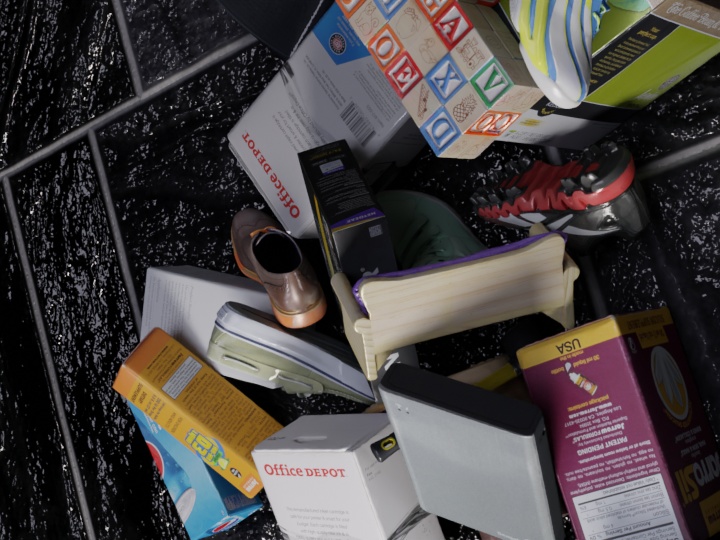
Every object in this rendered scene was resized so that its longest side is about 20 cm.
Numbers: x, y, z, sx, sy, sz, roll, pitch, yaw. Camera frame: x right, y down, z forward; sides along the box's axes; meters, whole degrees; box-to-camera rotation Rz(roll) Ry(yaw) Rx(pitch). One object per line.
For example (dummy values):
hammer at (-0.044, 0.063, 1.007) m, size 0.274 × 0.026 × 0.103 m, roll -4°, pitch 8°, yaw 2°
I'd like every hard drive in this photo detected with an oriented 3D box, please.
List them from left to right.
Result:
hard drive at (-0.097, -0.317, 1.358) m, size 0.200 × 0.042 × 0.135 m, roll 45°, pitch 115°, yaw 25°
hard drive at (0.100, 0.165, 1.089) m, size 0.139 × 0.201 × 0.033 m, roll 15°, pitch 56°, yaw 27°

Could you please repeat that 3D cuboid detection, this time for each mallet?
mallet at (0.093, 0.109, 1.172) m, size 0.199 × 0.041 × 0.066 m, roll -23°, pitch 67°, yaw -9°

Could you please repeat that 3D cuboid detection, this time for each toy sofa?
toy sofa at (0.080, 0.012, 1.085) m, size 0.083 × 0.199 × 0.098 m, roll -119°, pitch 17°, yaw -58°

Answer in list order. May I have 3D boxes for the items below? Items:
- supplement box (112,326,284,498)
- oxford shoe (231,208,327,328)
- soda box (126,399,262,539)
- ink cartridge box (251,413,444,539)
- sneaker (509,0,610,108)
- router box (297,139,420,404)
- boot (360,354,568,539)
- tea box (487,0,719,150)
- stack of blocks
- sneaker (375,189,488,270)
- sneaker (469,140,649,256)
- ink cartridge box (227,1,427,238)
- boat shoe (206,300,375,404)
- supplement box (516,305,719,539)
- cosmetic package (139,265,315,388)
supplement box at (-0.167, 0.154, 1.366) m, size 0.200 × 0.069 × 0.067 m, roll 37°, pitch 145°, yaw 0°
oxford shoe at (-0.090, -0.024, 1.318) m, size 0.200 × 0.071 × 0.073 m, roll 49°, pitch 160°, yaw 50°
soda box at (-0.193, 0.198, 1.440) m, size 0.068 × 0.064 × 0.201 m, roll -38°, pitch 71°, yaw 30°
ink cartridge box at (-0.003, 0.247, 1.245) m, size 0.146 × 0.086 × 0.201 m, roll -7°, pitch 105°, yaw 44°
sneaker at (0.164, -0.224, 0.921) m, size 0.105 × 0.076 × 0.201 m, roll -11°, pitch 85°, yaw 33°
router box at (0.000, 0.000, 1.199) m, size 0.157 × 0.052 × 0.201 m, roll -115°, pitch 9°, yaw -55°
boot at (0.093, 0.188, 1.234) m, size 0.199 × 0.072 × 0.167 m, roll -24°, pitch 76°, yaw 29°
tea box at (0.193, -0.212, 1.068) m, size 0.196 × 0.200 × 0.134 m, roll -35°, pitch 73°, yaw 29°
stack of blocks at (0.063, -0.202, 1.001) m, size 0.115 × 0.058 × 0.201 m, roll -42°, pitch 68°, yaw 31°
sneaker at (0.059, -0.018, 1.221) m, size 0.200 × 0.118 × 0.074 m, roll 36°, pitch 113°, yaw 29°
sneaker at (0.183, -0.056, 1.156) m, size 0.200 × 0.071 × 0.098 m, roll -5°, pitch 130°, yaw 54°
ink cartridge box at (-0.022, -0.150, 1.289) m, size 0.200 × 0.086 × 0.147 m, roll -47°, pitch 67°, yaw 29°
boat shoe at (-0.061, 0.095, 1.295) m, size 0.199 × 0.072 × 0.062 m, roll 25°, pitch 102°, yaw -8°
supplement box at (0.233, 0.142, 1.101) m, size 0.103 × 0.131 × 0.201 m, roll -23°, pitch 81°, yaw 32°
cosmetic package at (-0.147, 0.058, 1.397) m, size 0.199 × 0.074 × 0.102 m, roll 13°, pitch 100°, yaw 32°
